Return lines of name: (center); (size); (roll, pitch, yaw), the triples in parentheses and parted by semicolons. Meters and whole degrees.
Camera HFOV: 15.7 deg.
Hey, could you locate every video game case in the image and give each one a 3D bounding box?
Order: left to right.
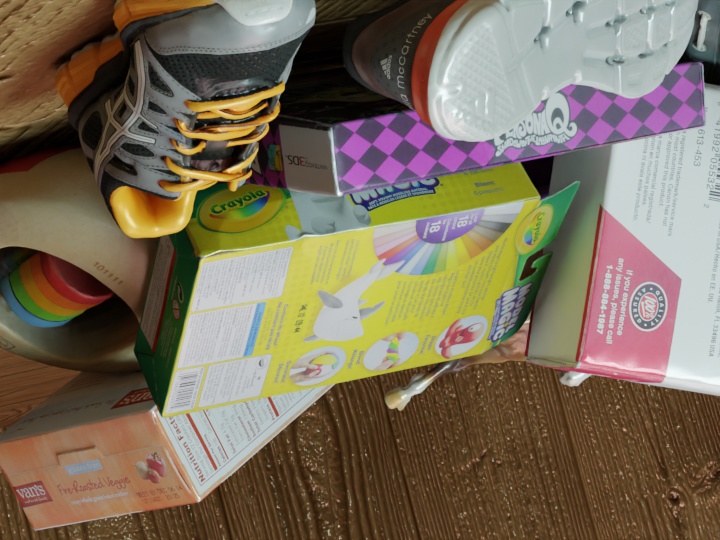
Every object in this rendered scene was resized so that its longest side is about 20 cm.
video game case: (0.024, -0.071, 1.190); (0.199, 0.036, 0.181); (-12, -168, -31)

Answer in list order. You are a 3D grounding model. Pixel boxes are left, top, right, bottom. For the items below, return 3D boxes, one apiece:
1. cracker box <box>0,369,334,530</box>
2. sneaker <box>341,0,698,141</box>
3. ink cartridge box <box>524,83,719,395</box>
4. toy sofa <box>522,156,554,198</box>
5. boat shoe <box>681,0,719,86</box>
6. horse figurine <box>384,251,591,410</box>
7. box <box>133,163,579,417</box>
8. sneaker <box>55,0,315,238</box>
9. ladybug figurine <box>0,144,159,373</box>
cracker box: (-0.080, 0.056, 1.369); (0.134, 0.058, 0.200); (-14, -162, 44)
sneaker: (0.069, -0.112, 1.099); (0.082, 0.078, 0.199); (21, -155, 36)
ink cartridge box: (0.195, -0.009, 1.287); (0.199, 0.146, 0.084); (10, 178, -15)
toy sofa: (0.063, -0.051, 1.524); (0.199, 0.083, 0.098); (-16, 170, 17)
boat shoe: (0.183, -0.127, 1.292); (0.062, 0.073, 0.200); (29, 180, -3)
horse figurine: (0.070, 0.020, 1.409); (0.132, 0.050, 0.200); (-28, -160, 5)
box: (0.000, 0.000, 1.227); (0.199, 0.049, 0.118); (-8, 142, -23)
sneaker: (-0.062, -0.068, 1.030); (0.078, 0.078, 0.200); (-11, 172, -21)
ladybug figurine: (-0.141, -0.009, 1.295); (0.136, 0.072, 0.200); (37, 151, -21)
